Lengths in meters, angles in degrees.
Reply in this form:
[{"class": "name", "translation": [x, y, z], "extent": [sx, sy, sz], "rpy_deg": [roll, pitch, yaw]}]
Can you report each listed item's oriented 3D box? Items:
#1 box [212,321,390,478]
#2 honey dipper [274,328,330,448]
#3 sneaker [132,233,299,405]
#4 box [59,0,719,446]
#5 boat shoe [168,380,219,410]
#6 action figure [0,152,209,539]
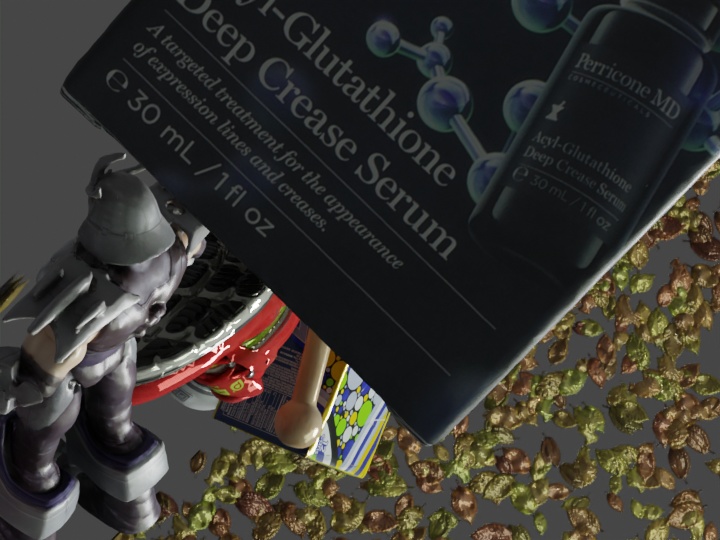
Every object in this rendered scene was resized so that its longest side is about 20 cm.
[{"class": "box", "translation": [0.000, 0.000, 1.017], "extent": [0.070, 0.064, 0.200], "rpy_deg": [30, 81, -61]}, {"class": "honey dipper", "translation": [-0.006, -0.016, 0.906], "extent": [0.038, 0.038, 0.200], "rpy_deg": [87, 17, -86]}, {"class": "sneaker", "translation": [-0.063, 0.026, 0.900], "extent": [0.200, 0.077, 0.085], "rpy_deg": [-40, 136, -59]}, {"class": "box", "translation": [0.042, -0.077, 0.569], "extent": [0.200, 0.148, 0.107], "rpy_deg": [-47, 177, 16]}, {"class": "boat shoe", "translation": [-0.037, 0.011, 1.093], "extent": [0.066, 0.070, 0.200], "rpy_deg": [-43, 171, 37]}, {"class": "action figure", "translation": [-0.106, 0.031, 0.735], "extent": [0.130, 0.069, 0.200], "rpy_deg": [-32, 153, -40]}]
